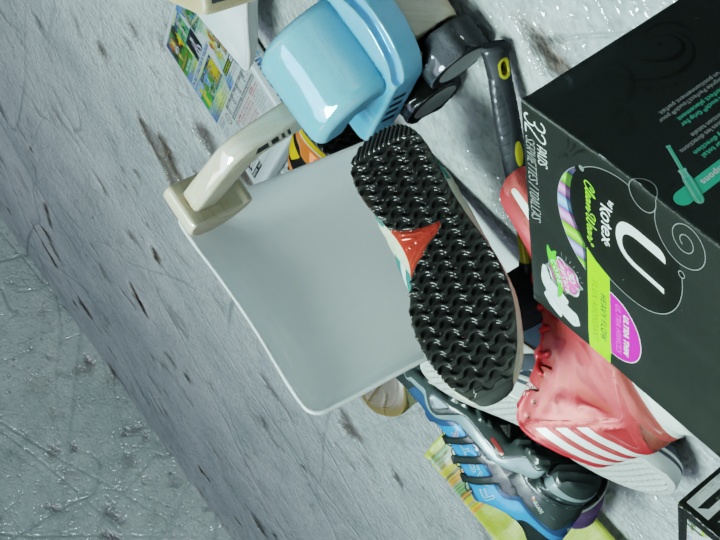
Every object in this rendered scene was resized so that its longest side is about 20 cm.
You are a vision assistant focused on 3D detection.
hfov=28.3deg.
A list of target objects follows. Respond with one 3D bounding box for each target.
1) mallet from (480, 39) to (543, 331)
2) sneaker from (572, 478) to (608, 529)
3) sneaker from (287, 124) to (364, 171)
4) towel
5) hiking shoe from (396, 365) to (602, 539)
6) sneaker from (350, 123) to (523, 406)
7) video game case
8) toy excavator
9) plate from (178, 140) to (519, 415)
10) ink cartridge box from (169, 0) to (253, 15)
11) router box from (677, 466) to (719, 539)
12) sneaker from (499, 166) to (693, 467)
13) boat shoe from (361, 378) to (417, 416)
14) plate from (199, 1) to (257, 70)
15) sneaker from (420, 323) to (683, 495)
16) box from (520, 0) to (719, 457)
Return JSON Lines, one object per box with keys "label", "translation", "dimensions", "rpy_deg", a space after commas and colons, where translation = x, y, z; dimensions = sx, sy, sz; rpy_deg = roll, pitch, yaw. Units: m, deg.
{"label": "mallet", "translation": [0.111, -0.057, 0.937], "dimensions": [0.041, 0.066, 0.201], "rpy_deg": [28, 131, 51]}
{"label": "sneaker", "translation": [0.118, 0.134, 1.169], "dimensions": [0.200, 0.076, 0.088], "rpy_deg": [49, 166, 25]}
{"label": "sneaker", "translation": [0.010, -0.040, 1.135], "dimensions": [0.201, 0.070, 0.090], "rpy_deg": [55, 148, 15]}
{"label": "towel", "translation": [0.138, 0.199, 1.207], "dimensions": [0.018, 0.086, 0.200], "rpy_deg": [9, -147, -52]}
{"label": "hiking shoe", "translation": [0.088, 0.131, 1.084], "dimensions": [0.200, 0.074, 0.087], "rpy_deg": [41, 126, 33]}
{"label": "sneaker", "translation": [0.062, 0.001, 0.934], "dimensions": [0.093, 0.070, 0.201], "rpy_deg": [36, -153, -60]}
{"label": "video game case", "translation": [-0.122, -0.181, 1.355], "dimensions": [0.183, 0.022, 0.200], "rpy_deg": [57, 163, 3]}
{"label": "toy excavator", "translation": [-0.037, -0.114, 0.952], "dimensions": [0.100, 0.199, 0.195], "rpy_deg": [56, 161, 7]}
{"label": "plate", "translation": [0.000, 0.000, 1.018], "dimensions": [0.200, 0.199, 0.032], "rpy_deg": [52, 154, 32]}
{"label": "ink cartridge box", "translation": [-0.150, -0.295, 1.039], "dimensions": [0.199, 0.075, 0.166], "rpy_deg": [30, 130, 38]}
{"label": "router box", "translation": [0.279, 0.241, 0.946], "dimensions": [0.149, 0.051, 0.201], "rpy_deg": [41, 156, 38]}
{"label": "sneaker", "translation": [0.122, 0.042, 0.910], "dimensions": [0.115, 0.078, 0.201], "rpy_deg": [-34, 87, 30]}
{"label": "boat shoe", "translation": [0.024, 0.019, 1.211], "dimensions": [0.074, 0.066, 0.202], "rpy_deg": [4, 105, 40]}
{"label": "plate", "translation": [-0.137, -0.292, 1.166], "dimensions": [0.200, 0.032, 0.200], "rpy_deg": [52, 160, 19]}
{"label": "sneaker", "translation": [0.146, 0.081, 1.012], "dimensions": [0.199, 0.080, 0.079], "rpy_deg": [28, 157, 16]}
{"label": "box", "translation": [0.186, -0.008, 0.665], "dimensions": [0.200, 0.124, 0.149], "rpy_deg": [43, 157, 36]}
